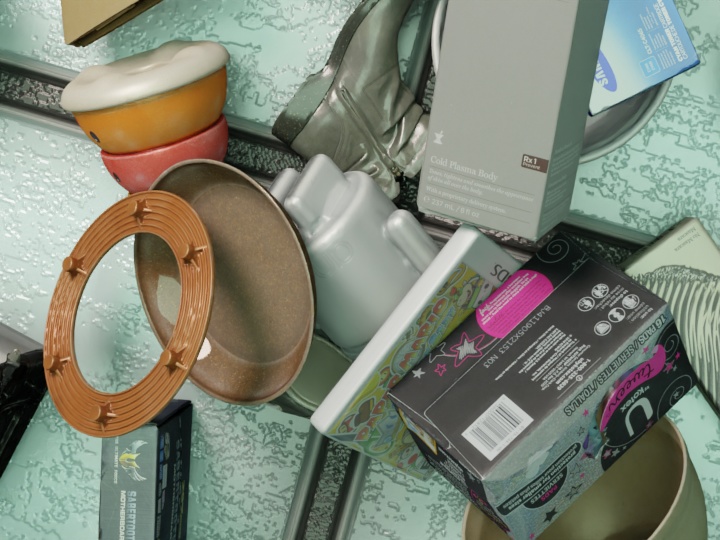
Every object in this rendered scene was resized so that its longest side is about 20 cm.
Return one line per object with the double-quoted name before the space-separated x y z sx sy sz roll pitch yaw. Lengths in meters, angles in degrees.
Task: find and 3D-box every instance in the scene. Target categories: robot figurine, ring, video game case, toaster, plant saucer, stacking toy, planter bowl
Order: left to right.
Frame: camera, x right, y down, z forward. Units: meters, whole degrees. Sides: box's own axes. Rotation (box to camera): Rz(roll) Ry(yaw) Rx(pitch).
"toaster" -0.345 0.120 1.333 0.118 0.181 0.201 29 95 3
"ring" -0.189 0.031 1.268 0.199 0.019 0.203 -17 64 37
"stacking toy" -0.157 -0.082 1.352 0.144 0.146 0.202 -14 107 4
"plant saucer" -0.102 0.007 1.286 0.199 0.036 0.203 15 114 36
"robot figurine" 0.000 0.000 1.325 0.200 0.169 0.113 48 52 -21
"video game case" 0.069 0.072 1.314 0.201 0.182 0.023 -52 55 4
"planter bowl" 0.200 0.225 1.309 0.199 0.201 0.135 -33 119 5

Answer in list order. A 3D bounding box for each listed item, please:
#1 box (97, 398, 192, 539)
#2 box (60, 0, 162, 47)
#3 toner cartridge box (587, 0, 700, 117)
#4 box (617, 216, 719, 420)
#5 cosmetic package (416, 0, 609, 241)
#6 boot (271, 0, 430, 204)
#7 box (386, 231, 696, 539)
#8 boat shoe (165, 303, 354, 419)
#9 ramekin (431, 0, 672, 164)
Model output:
"box" -0.178 0.214 1.338 0.050 0.158 0.203 3 92 3
"box" -0.195 -0.304 1.315 0.163 0.021 0.202 -21 70 38
"toner cartridge box" 0.179 -0.230 1.247 0.094 0.043 0.202 -25 91 7
"box" 0.302 0.058 1.344 0.082 0.068 0.201 -36 89 3
"cosmetic package" 0.116 -0.137 1.212 0.106 0.090 0.202 15 114 23
"boot" 0.028 -0.153 1.362 0.130 0.068 0.201 36 102 -3
"box" 0.147 0.095 1.277 0.200 0.115 0.132 -42 47 -10
"boat shoe" -0.079 0.082 1.384 0.198 0.057 0.067 25 60 -1
"ramekin" 0.157 -0.186 1.325 0.198 0.105 0.203 0 93 3
